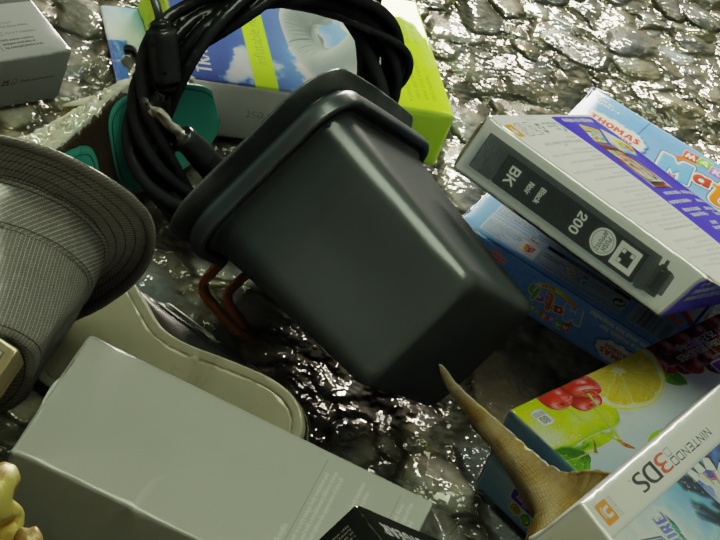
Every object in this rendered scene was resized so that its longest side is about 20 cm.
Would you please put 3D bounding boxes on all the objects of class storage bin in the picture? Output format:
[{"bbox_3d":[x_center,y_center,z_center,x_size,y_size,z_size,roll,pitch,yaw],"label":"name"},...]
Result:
[{"bbox_3d":[0.000,0.000,1.599,0.134,0.146,0.200,48,6,16],"label":"storage bin"}]

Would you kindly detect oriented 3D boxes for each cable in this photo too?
[{"bbox_3d":[-0.045,-0.097,1.717,0.200,0.164,0.051,-5,5,-39],"label":"cable"}]

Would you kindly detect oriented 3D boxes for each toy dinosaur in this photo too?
[{"bbox_3d":[0.106,0.137,1.543,0.200,0.101,0.058,45,37,19],"label":"toy dinosaur"}]

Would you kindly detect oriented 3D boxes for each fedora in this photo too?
[{"bbox_3d":[-0.204,0.015,1.490,0.177,0.200,0.091,33,53,-41],"label":"fedora"}]

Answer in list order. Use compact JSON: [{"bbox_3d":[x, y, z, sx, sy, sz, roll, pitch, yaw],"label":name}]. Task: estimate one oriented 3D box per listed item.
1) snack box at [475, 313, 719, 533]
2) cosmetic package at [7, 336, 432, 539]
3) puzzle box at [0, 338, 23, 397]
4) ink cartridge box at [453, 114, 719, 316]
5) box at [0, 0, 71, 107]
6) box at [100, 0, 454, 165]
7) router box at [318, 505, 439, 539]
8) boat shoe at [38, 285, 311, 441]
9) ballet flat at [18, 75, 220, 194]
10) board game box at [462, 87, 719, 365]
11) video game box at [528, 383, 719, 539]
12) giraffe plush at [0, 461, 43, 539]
[{"bbox_3d":[0.193,0.121,1.638,0.200,0.068,0.169,-21,55,-41],"label":"snack box"},{"bbox_3d":[-0.077,0.128,1.482,0.200,0.090,0.107,25,38,7],"label":"cosmetic package"},{"bbox_3d":[-0.267,0.086,1.393,0.133,0.025,0.200,30,74,11],"label":"puzzle box"},{"bbox_3d":[0.169,-0.019,1.694,0.200,0.043,0.198,36,14,16],"label":"ink cartridge box"},{"bbox_3d":[-0.287,-0.168,1.764,0.156,0.041,0.200,-12,48,-37],"label":"box"},{"bbox_3d":[-0.052,-0.129,1.830,0.199,0.048,0.122,7,40,-21],"label":"box"},{"bbox_3d":[0.064,0.196,1.361,0.157,0.052,0.200,51,10,27],"label":"router box"},{"bbox_3d":[-0.112,0.053,1.591,0.200,0.073,0.063,30,-5,17],"label":"boat shoe"},{"bbox_3d":[-0.164,-0.069,1.691,0.072,0.072,0.200,38,40,19],"label":"ballet flat"},{"bbox_3d":[0.159,-0.023,1.817,0.151,0.037,0.200,33,40,12],"label":"board game box"},{"bbox_3d":[0.194,0.169,1.473,0.200,0.047,0.182,51,36,5],"label":"video game box"},{"bbox_3d":[-0.186,0.173,1.265,0.200,0.162,0.173,-26,77,-31],"label":"giraffe plush"}]
